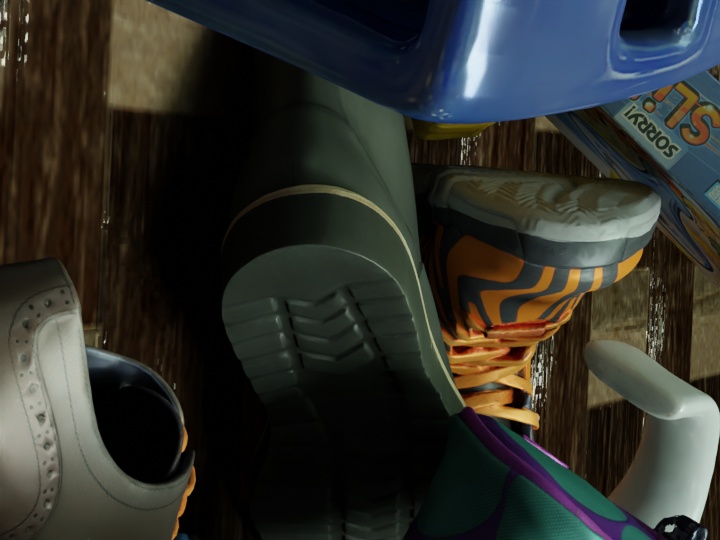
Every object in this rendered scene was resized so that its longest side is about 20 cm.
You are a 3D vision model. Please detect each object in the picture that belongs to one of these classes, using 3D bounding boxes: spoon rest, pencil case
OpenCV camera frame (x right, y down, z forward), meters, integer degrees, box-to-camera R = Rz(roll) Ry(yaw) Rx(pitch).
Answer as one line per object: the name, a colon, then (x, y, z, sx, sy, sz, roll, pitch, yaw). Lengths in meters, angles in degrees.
spoon rest: (0.068, 0.116, 0.962, 0.060, 0.099, 0.201, -8, 126, -51)
pencil case: (0.021, 0.146, 0.887, 0.201, 0.085, 0.092, -62, -168, 7)

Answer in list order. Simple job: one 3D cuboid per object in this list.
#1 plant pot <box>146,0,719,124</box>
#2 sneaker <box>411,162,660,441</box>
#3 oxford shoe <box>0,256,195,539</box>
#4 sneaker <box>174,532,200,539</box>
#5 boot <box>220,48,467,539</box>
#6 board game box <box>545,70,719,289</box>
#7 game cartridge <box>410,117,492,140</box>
plant pot: (0.041, -0.151, 0.681, 0.179, 0.200, 0.201, -1, 111, -41)
sneaker: (0.050, 0.022, 1.001, 0.200, 0.077, 0.113, -163, -103, -82)
oxford shoe: (-0.064, 0.068, 0.700, 0.071, 0.072, 0.200, 59, -4, 33)
sneaker: (-0.001, 0.128, 0.783, 0.200, 0.082, 0.071, -130, -135, -57)
boot: (0.000, 0.000, 0.949, 0.201, 0.077, 0.139, 86, 3, -53)
board game box: (0.083, -0.066, 1.019, 0.034, 0.200, 0.135, -43, 156, -1)
game cartridge: (0.046, -0.145, 0.884, 0.200, 0.032, 0.178, 151, -68, -68)
